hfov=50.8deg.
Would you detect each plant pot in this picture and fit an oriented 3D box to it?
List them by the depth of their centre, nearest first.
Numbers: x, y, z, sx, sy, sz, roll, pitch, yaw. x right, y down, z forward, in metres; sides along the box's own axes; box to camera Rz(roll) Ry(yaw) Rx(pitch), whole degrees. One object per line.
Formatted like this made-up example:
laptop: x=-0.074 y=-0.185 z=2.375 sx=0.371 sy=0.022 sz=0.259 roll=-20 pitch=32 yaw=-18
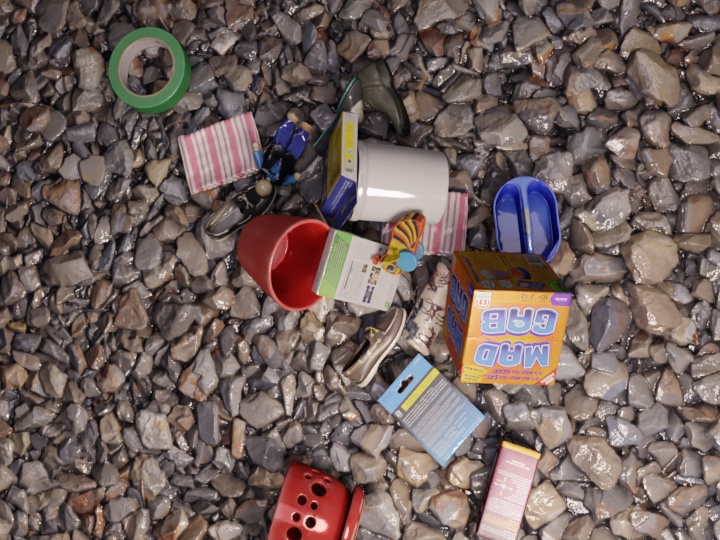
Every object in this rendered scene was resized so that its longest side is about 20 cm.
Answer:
plant pot: x=-0.094 y=0.533 z=1.620 sx=0.179 sy=0.200 sz=0.205 roll=18 pitch=86 yaw=2
plant pot: x=-0.172 y=-0.034 z=1.679 sx=0.176 sy=0.199 sz=0.204 roll=23 pitch=86 yaw=45

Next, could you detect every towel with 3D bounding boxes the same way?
towel: x=0.146 y=-0.112 z=1.739 sx=0.195 sy=0.030 sz=0.150 roll=4 pitch=84 yaw=8
towel: x=-0.334 y=-0.283 z=1.815 sx=0.196 sy=0.030 sz=0.150 roll=-17 pitch=81 yaw=6

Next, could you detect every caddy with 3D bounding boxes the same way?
caddy: x=0.364 y=-0.103 z=1.669 sx=0.138 sy=0.105 sz=0.205 roll=-7 pitch=83 yaw=8

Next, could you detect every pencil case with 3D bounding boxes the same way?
pencil case: x=0.163 y=0.088 z=1.687 sx=0.077 sy=0.089 sz=0.203 roll=29 pitch=92 yaw=53

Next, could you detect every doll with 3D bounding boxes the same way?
doll: x=-0.192 y=-0.265 z=1.771 sx=0.135 sy=0.048 sz=0.203 roll=29 pitch=80 yaw=-19

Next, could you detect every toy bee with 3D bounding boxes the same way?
toy bee: x=0.077 y=-0.031 z=1.618 sx=0.106 sy=0.131 sz=0.205 roll=13 pitch=102 yaw=16

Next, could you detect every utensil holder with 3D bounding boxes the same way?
utensil holder: x=0.076 y=-0.185 z=1.642 sx=0.195 sy=0.170 sz=0.174 roll=5 pitch=84 yaw=-11

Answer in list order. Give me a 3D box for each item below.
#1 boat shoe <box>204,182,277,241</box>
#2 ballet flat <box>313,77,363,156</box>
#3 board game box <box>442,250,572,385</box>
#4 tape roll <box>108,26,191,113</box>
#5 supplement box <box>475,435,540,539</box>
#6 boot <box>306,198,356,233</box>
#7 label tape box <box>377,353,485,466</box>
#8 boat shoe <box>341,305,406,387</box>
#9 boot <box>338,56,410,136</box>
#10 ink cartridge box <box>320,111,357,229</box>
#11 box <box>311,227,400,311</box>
boat shoe: x=-0.284 y=-0.145 z=1.784 sx=0.198 sy=0.060 sz=0.075 roll=-35 pitch=79 yaw=2
ballet flat: x=-0.034 y=-0.343 z=1.750 sx=0.073 sy=0.073 sz=0.202 roll=39 pitch=114 yaw=10
board game box: x=0.291 y=0.093 z=1.557 sx=0.195 sy=0.201 sz=0.204 roll=3 pitch=113 yaw=-7
tape roll: x=-0.516 y=-0.491 z=1.861 sx=0.195 sy=0.048 sz=0.206 roll=-1 pitch=83 yaw=8
supplement box: x=0.312 y=0.467 z=1.612 sx=0.084 sy=0.110 sz=0.204 roll=17 pitch=86 yaw=10
boot: x=-0.017 y=-0.103 z=1.741 sx=0.137 sy=0.078 sz=0.202 roll=-34 pitch=82 yaw=-2
label tape box: x=0.156 y=0.304 z=1.675 sx=0.200 sy=0.063 sz=0.145 roll=43 pitch=91 yaw=10
boat shoe: x=0.031 y=0.162 z=1.698 sx=0.059 sy=0.072 sz=0.202 roll=31 pitch=93 yaw=-21
boot: x=0.032 y=-0.386 z=1.777 sx=0.129 sy=0.068 sz=0.204 roll=-23 pitch=81 yaw=17
ink cartridge box: x=-0.048 y=-0.204 z=1.643 sx=0.046 sy=0.198 sz=0.205 roll=8 pitch=69 yaw=-14
box: x=0.000 y=0.000 z=1.674 sx=0.197 sy=0.036 sz=0.147 roll=15 pitch=96 yaw=-33
